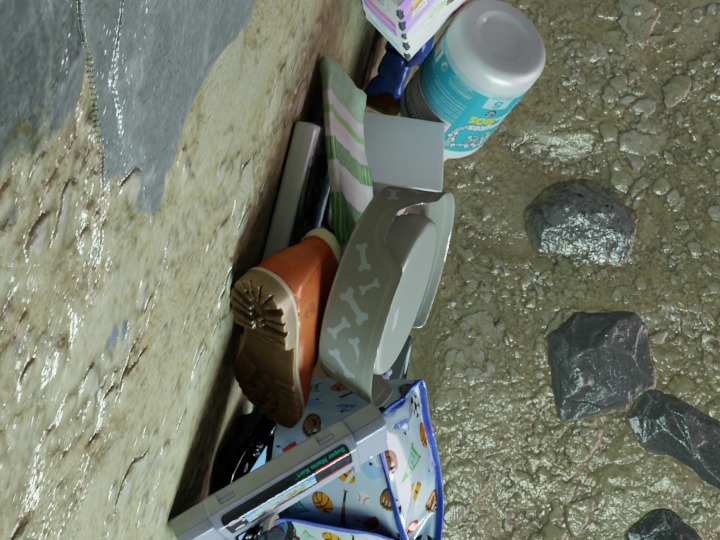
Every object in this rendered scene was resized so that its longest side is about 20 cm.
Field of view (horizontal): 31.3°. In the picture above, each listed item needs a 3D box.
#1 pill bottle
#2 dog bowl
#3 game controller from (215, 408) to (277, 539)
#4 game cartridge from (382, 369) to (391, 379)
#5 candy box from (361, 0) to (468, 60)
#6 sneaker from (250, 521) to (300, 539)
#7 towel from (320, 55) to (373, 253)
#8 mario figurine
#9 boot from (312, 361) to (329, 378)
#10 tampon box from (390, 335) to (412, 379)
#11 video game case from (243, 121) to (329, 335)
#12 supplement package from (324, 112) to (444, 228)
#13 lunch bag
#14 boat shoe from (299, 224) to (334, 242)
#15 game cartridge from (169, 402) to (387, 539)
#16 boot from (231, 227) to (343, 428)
[{"bbox_3d":[0.113,-0.198,1.419,0.200,0.110,0.111,-50,-163,55],"label":"pill bottle"},{"bbox_3d":[0.022,0.018,1.137,0.200,0.058,0.202,19,90,-77],"label":"dog bowl"},{"bbox_3d":[-0.119,0.227,1.286,0.105,0.042,0.201,-68,171,-48],"label":"game controller"},{"bbox_3d":[-0.004,0.084,1.542,0.130,0.038,0.202,129,-33,-54],"label":"game cartridge"},{"bbox_3d":[0.078,-0.311,1.266,0.168,0.072,0.200,-45,173,-1],"label":"candy box"},{"bbox_3d":[-0.107,0.292,1.167,0.080,0.095,0.200,66,-31,18],"label":"sneaker"},{"bbox_3d":[-0.007,-0.086,1.219,0.153,0.023,0.202,28,57,-77],"label":"towel"},{"bbox_3d":[0.075,-0.272,1.486,0.124,0.105,0.202,-125,-128,-65],"label":"mario figurine"},{"bbox_3d":[-0.069,0.167,1.446,0.074,0.075,0.202,96,12,-68],"label":"boot"},{"bbox_3d":[-0.007,0.178,1.813,0.200,0.125,0.151,92,14,-66],"label":"tampon box"},{"bbox_3d":[-0.060,-0.042,1.229,0.182,0.023,0.202,-38,143,-80],"label":"video game case"},{"bbox_3d":[0.020,-0.058,1.414,0.201,0.116,0.118,100,-2,-45],"label":"supplement package"},{"bbox_3d":[-0.007,0.225,1.354,0.124,0.169,0.202,-32,116,-51],"label":"lunch bag"},{"bbox_3d":[-0.030,0.033,1.250,0.202,0.060,0.072,68,15,-49],"label":"boat shoe"},{"bbox_3d":[-0.066,0.187,1.122,0.199,0.039,0.130,-30,169,-7],"label":"game cartridge"},{"bbox_3d":[-0.055,0.054,1.125,0.107,0.075,0.201,-46,155,-36],"label":"boot"}]
